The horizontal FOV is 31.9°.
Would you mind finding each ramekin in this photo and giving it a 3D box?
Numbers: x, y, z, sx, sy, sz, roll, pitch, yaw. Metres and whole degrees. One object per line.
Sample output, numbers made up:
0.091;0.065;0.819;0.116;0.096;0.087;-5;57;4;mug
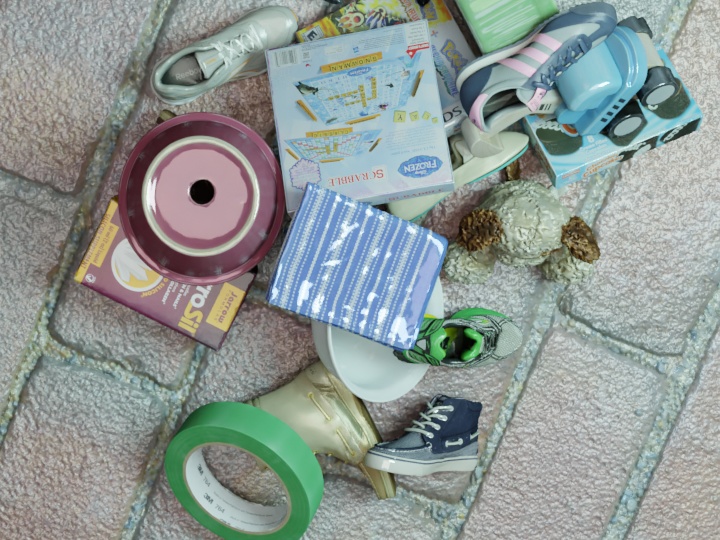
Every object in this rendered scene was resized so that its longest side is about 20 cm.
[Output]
0.159;-0.327;1.480;0.097;0.200;0.202;-27;98;8;ramekin

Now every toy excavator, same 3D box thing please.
0.236;-0.206;1.472;0.198;0.195;0.101;-4;62;-31;toy excavator

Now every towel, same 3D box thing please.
0.000;0.000;1.442;0.198;0.024;0.147;20;91;-27;towel

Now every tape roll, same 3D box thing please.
-0.144;0.255;1.555;0.198;0.048;0.203;13;129;16;tape roll

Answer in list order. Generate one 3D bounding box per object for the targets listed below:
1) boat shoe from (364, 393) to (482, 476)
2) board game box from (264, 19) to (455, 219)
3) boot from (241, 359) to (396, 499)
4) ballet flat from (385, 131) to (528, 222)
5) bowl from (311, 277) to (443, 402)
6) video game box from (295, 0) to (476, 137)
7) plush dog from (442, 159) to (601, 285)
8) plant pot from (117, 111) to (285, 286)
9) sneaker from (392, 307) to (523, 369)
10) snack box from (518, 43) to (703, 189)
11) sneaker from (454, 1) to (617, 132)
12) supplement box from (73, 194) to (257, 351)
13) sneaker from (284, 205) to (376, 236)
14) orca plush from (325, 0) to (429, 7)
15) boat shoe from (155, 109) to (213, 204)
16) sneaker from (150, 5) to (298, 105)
0.080;0.200;1.565;0.074;0.199;0.094;10;92;38;boat shoe
-0.001;-0.176;1.471;0.197;0.041;0.203;-9;78;5;board game box
-0.054;0.225;1.598;0.154;0.073;0.202;-27;100;2;boot
0.112;-0.128;1.552;0.199;0.070;0.070;-33;98;8;ballet flat
0.006;0.055;1.551;0.199;0.090;0.204;-9;103;-44;bowl
0.044;-0.240;1.523;0.180;0.047;0.202;-28;78;-3;video game box
0.199;-0.057;1.525;0.197;0.172;0.163;0;97;-3;plush dog
-0.179;-0.081;1.418;0.197;0.179;0.203;0;92;-6;plant pot
0.133;0.093;1.556;0.198;0.085;0.079;-3;100;-42;sneaker
0.304;-0.190;1.547;0.198;0.037;0.117;-23;65;-5;snack box
0.203;-0.221;1.403;0.198;0.070;0.083;-28;57;22;sneaker
-0.237;0.002;1.551;0.198;0.086;0.111;27;95;-7;supplement box
-0.018;-0.099;1.555;0.077;0.076;0.201;33;93;-11;sneaker
-0.006;-0.369;1.497;0.199;0.071;0.106;33;81;13;orca plush
-0.189;-0.107;1.549;0.072;0.072;0.200;-42;104;2;boat shoe
-0.163;-0.257;1.518;0.198;0.092;0.076;-29;99;1;sneaker
